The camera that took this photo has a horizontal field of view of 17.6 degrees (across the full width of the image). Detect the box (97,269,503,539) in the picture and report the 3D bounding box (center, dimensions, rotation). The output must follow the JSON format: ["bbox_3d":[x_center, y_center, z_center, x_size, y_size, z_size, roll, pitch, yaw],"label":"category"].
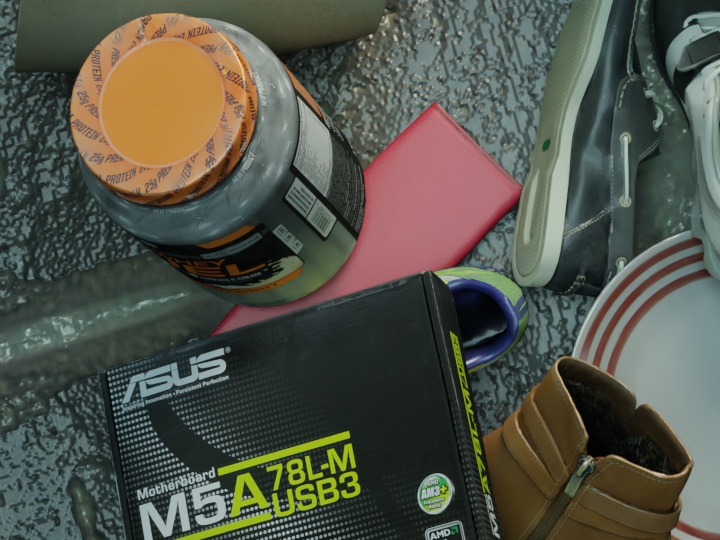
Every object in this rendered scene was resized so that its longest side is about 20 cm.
[{"bbox_3d":[-0.029,0.120,1.223,0.199,0.047,0.195,-16,72,16],"label":"box"}]

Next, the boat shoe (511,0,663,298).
[{"bbox_3d":[0.137,-0.084,1.311,0.067,0.072,0.202,12,86,-12],"label":"boat shoe"}]

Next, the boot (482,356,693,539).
[{"bbox_3d":[0.081,0.102,1.242,0.200,0.156,0.077,38,53,20],"label":"boot"}]

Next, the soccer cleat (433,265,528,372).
[{"bbox_3d":[-0.002,0.048,1.286,0.199,0.084,0.065,-21,98,-1],"label":"soccer cleat"}]

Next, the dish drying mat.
[{"bbox_3d":[0.000,0.000,1.339,0.077,0.018,0.200,44,90,6],"label":"dish drying mat"}]

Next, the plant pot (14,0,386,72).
[{"bbox_3d":[-0.083,-0.191,1.293,0.198,0.187,0.189,7,86,-7],"label":"plant pot"}]

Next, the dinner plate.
[{"bbox_3d":[0.211,0.074,1.297,0.198,0.024,0.202,0,85,-4],"label":"dinner plate"}]

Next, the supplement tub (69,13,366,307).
[{"bbox_3d":[-0.077,-0.059,1.250,0.121,0.200,0.124,-4,74,15],"label":"supplement tub"}]

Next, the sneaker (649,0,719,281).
[{"bbox_3d":[0.209,-0.100,1.276,0.073,0.089,0.202,-8,69,-5],"label":"sneaker"}]
